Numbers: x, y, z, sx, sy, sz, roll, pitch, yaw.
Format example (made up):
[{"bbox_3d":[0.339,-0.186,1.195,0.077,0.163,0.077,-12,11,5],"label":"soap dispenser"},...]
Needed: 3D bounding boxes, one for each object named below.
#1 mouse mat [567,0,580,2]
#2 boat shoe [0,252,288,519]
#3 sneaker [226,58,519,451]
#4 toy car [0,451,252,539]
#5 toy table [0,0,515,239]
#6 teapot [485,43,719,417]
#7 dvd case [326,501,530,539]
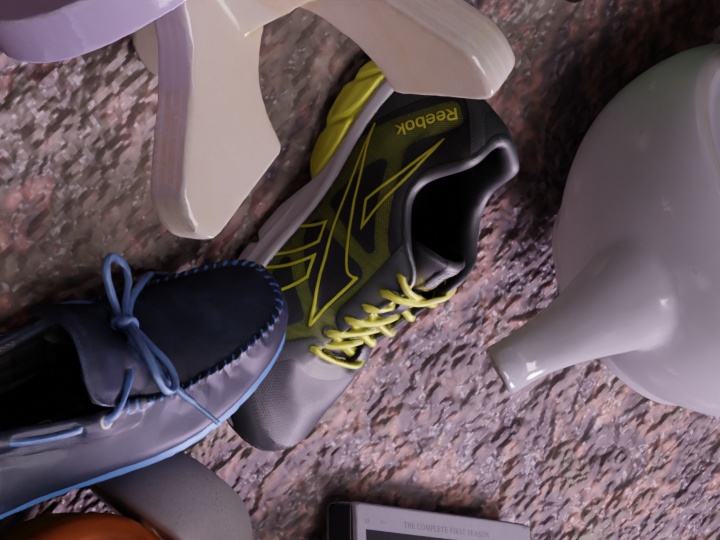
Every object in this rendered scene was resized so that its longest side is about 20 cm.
[{"bbox_3d":[0.118,-0.230,1.016,0.200,0.008,0.161,-53,141,3],"label":"mouse mat"},{"bbox_3d":[-0.113,0.048,0.944,0.200,0.084,0.069,-33,148,-25],"label":"boat shoe"},{"bbox_3d":[0.000,0.000,1.015,0.074,0.085,0.200,8,113,-45],"label":"sneaker"},{"bbox_3d":[-0.078,0.180,0.981,0.175,0.200,0.150,-53,-175,-15],"label":"toy car"},{"bbox_3d":[-0.041,-0.114,0.837,0.200,0.184,0.117,-46,127,-19],"label":"toy table"},{"bbox_3d":[0.165,-0.005,1.124,0.200,0.198,0.146,31,133,-31],"label":"teapot"},{"bbox_3d":[0.038,0.225,1.178,0.150,0.025,0.201,14,72,-48],"label":"dvd case"}]
